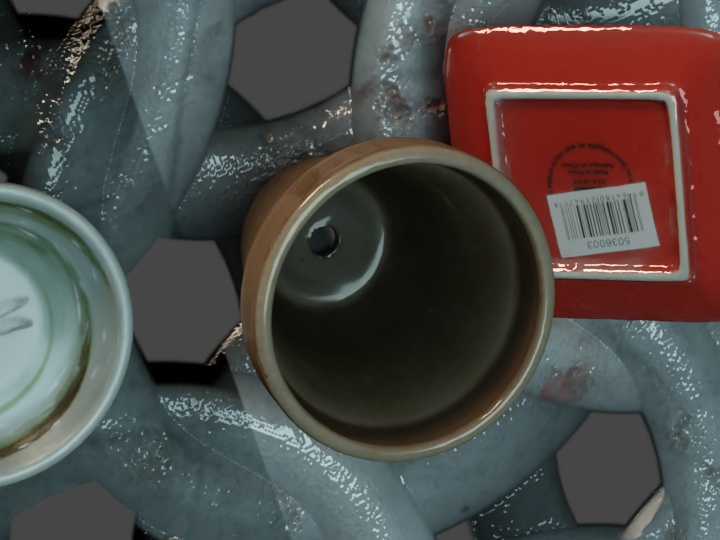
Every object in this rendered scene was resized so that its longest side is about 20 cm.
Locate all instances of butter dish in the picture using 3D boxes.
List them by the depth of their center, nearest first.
[{"bbox_3d":[0.172,-0.079,1.807,0.199,0.148,0.200,1,110,22],"label":"butter dish"}]

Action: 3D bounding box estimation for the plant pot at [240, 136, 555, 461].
[{"bbox_3d":[0.000,0.000,1.738,0.199,0.175,0.201,-6,108,-20],"label":"plant pot"}]

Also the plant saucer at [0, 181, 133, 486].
[{"bbox_3d":[-0.245,0.037,1.722,0.199,0.050,0.201,-6,108,-20],"label":"plant saucer"}]
